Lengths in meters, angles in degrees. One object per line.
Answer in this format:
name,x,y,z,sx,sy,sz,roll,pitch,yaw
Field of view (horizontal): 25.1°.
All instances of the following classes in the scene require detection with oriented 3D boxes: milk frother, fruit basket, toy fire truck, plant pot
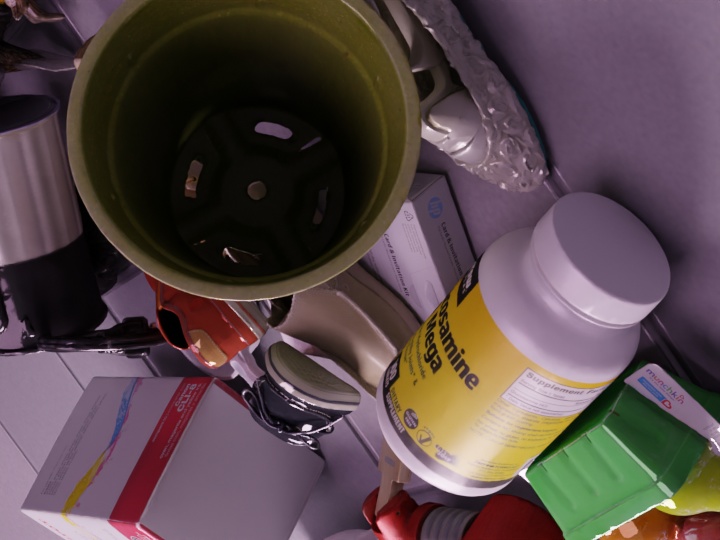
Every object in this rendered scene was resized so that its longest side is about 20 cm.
milk frother,-0.249,-0.027,1.276,0.200,0.181,0.188,-3,113,16
fruit basket,0.217,0.152,1.041,0.200,0.094,0.185,35,146,-4
toy fire truck,0.076,0.184,1.202,0.176,0.129,0.200,-2,130,49
plant pot,-0.067,-0.068,0.999,0.200,0.200,0.190,47,174,6

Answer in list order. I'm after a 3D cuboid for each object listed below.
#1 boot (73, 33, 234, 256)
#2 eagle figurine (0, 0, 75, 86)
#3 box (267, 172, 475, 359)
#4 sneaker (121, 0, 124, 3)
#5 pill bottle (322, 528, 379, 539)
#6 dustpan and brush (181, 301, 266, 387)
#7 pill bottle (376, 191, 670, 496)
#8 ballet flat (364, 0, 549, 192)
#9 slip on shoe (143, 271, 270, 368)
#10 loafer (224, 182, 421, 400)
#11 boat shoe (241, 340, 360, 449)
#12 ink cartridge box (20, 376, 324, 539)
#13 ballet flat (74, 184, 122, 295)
boot,-0.152,-0.093,1.186,0.200,0.073,0.156,-128,19,-64
eagle figurine,-0.337,-0.165,1.265,0.151,0.200,0.152,45,-174,23
box,0.000,0.000,1.167,0.200,0.041,0.156,8,128,46
sneaker,-0.091,-0.179,1.085,0.200,0.075,0.087,3,86,31
pill bottle,-0.011,0.288,1.377,0.120,0.120,0.200,49,146,2
dustpan and brush,-0.109,0.054,1.323,0.200,0.057,0.140,33,142,24
pill bottle,0.102,0.046,1.012,0.112,0.112,0.200,45,130,9
ballet flat,0.041,-0.123,0.986,0.072,0.072,0.200,-14,111,53
slip on shoe,-0.130,0.025,1.211,0.074,0.061,0.200,50,171,-25
loafer,-0.027,0.026,1.125,0.200,0.068,0.076,49,146,2
boat shoe,-0.044,0.094,1.160,0.075,0.062,0.200,35,175,3
ink cartridge box,-0.166,0.186,1.401,0.200,0.145,0.145,-4,143,49
ballet flat,-0.217,-0.041,1.381,0.066,0.057,0.200,53,140,12
